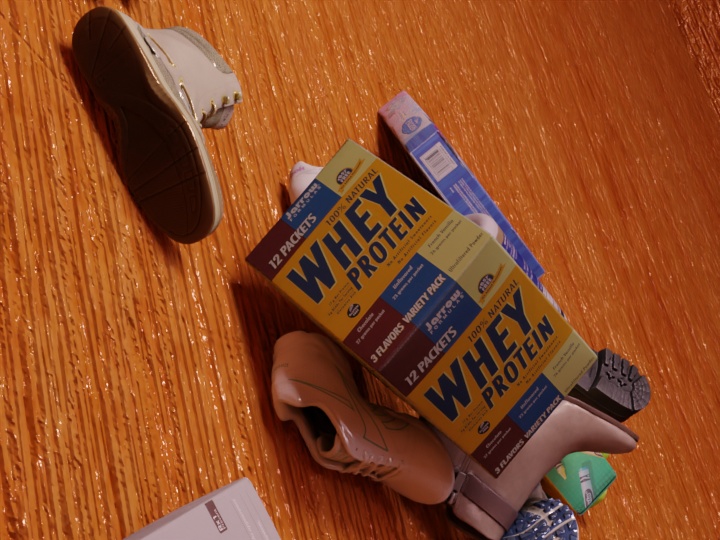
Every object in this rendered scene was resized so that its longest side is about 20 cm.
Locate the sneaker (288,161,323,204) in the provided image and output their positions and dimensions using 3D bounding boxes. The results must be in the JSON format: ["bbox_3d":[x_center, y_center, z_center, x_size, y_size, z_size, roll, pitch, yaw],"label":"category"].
[{"bbox_3d":[0.020,-0.060,1.445,0.199,0.075,0.100,13,39,-34],"label":"sneaker"}]

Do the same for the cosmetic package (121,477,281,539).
[{"bbox_3d":[-0.116,0.205,0.899,0.107,0.090,0.200,63,20,1],"label":"cosmetic package"}]

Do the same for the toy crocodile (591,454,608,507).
[{"bbox_3d":[0.214,0.163,1.667,0.067,0.062,0.201,11,48,-60],"label":"toy crocodile"}]

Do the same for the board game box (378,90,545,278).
[{"bbox_3d":[0.108,-0.089,1.675,0.200,0.043,0.199,51,4,-20],"label":"board game box"}]

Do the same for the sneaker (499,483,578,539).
[{"bbox_3d":[0.164,0.251,1.393,0.200,0.077,0.086,-106,172,-71],"label":"sneaker"}]

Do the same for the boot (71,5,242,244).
[{"bbox_3d":[-0.142,-0.118,1.248,0.201,0.072,0.154,63,21,8],"label":"boot"}]

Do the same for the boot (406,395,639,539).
[{"bbox_3d":[0.137,0.174,1.362,0.199,0.070,0.147,23,71,-4],"label":"boot"}]

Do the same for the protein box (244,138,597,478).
[{"bbox_3d":[0.050,0.030,1.255,0.198,0.135,0.200,38,-4,45],"label":"protein box"}]

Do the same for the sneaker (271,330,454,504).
[{"bbox_3d":[-0.003,0.139,1.243,0.200,0.070,0.081,41,34,-22],"label":"sneaker"}]

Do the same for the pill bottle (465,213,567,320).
[{"bbox_3d":[0.141,0.050,1.569,0.200,0.115,0.116,52,24,-20],"label":"pill bottle"}]

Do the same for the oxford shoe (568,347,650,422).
[{"bbox_3d":[0.178,0.090,1.488,0.200,0.084,0.073,39,48,-2],"label":"oxford shoe"}]

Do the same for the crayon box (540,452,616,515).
[{"bbox_3d":[0.148,0.137,1.478,0.200,0.058,0.119,51,-12,-20],"label":"crayon box"}]
